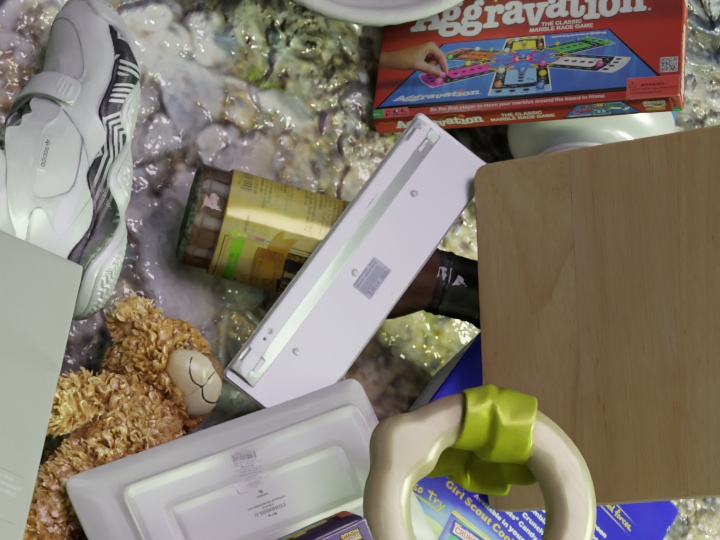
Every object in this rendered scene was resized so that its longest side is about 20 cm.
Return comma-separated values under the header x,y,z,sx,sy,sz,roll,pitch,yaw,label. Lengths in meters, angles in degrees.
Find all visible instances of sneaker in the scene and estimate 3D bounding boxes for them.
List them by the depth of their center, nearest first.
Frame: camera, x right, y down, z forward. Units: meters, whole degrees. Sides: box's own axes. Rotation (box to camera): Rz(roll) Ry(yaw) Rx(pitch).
x,y,z,sx,sy,sz,roll,pitch,yaw,label
-0.190,-0.077,1.426,0.114,0.075,0.202,16,61,-32,sneaker

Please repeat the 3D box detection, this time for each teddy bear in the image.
x,y,z,sx,sy,sz,roll,pitch,yaw,label
-0.126,0.105,1.380,0.145,0.067,0.200,52,48,-6,teddy bear

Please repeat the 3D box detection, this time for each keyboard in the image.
x,y,z,sx,sy,sz,roll,pitch,yaw,label
0.000,0.000,1.456,0.056,0.011,0.200,39,72,-7,keyboard

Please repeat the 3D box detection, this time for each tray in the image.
x,y,z,sx,sy,sz,roll,pitch,yaw,label
-0.053,0.128,1.364,0.199,0.022,0.108,-18,74,-35,tray

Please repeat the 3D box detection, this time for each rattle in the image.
x,y,z,sx,sy,sz,roll,pitch,yaw,label
0.062,0.170,1.370,0.129,0.143,0.201,-17,85,-27,rattle

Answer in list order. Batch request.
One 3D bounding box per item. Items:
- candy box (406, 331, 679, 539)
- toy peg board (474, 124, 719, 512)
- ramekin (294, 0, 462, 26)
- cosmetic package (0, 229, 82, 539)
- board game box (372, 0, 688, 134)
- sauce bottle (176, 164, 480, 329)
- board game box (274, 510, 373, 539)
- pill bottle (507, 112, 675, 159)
x,y,z,sx,sy,sz,roll,pitch,yaw,label
0.075,0.161,1.488,0.169,0.077,0.200,44,50,-5,candy box
0.176,0.031,1.438,0.098,0.198,0.202,9,76,-54,toy peg board
0.010,-0.248,1.594,0.199,0.098,0.202,0,87,-1,ramekin
-0.216,0.083,1.302,0.090,0.107,0.201,23,53,-25,cosmetic package
0.109,-0.141,1.621,0.019,0.198,0.104,64,27,-53,board game box
-0.007,-0.008,1.492,0.198,0.065,0.065,15,56,-5,sauce bottle
-0.060,0.237,1.282,0.199,0.057,0.166,-23,95,-11,board game box
0.154,-0.121,1.674,0.112,0.112,0.201,23,54,-24,pill bottle
